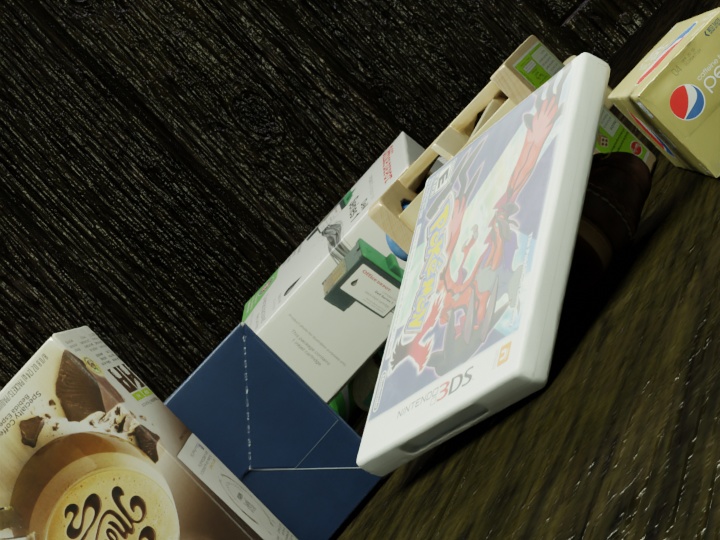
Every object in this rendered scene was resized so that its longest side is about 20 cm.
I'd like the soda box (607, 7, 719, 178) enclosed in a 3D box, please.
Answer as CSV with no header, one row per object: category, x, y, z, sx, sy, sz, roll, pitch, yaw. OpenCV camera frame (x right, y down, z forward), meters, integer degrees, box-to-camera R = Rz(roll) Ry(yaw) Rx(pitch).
soda box,0.195,-0.103,1.044,0.068,0.064,0.200,-46,2,6

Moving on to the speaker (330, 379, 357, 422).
speaker,-0.033,0.104,1.705,0.088,0.088,0.200,-46,2,19

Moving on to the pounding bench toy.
pounding bench toy,0.109,-0.063,1.268,0.156,0.124,0.200,-46,1,22

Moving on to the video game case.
video game case,0.066,0.000,1.006,0.182,0.023,0.202,-38,32,56

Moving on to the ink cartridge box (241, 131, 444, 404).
ink cartridge box,0.000,0.000,1.404,0.200,0.084,0.146,-48,10,10

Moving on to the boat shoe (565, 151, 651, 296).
boat shoe,0.110,-0.017,1.073,0.071,0.070,0.200,-54,12,-23

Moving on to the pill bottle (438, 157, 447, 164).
pill bottle,0.092,-0.047,1.660,0.111,0.111,0.200,-45,2,38

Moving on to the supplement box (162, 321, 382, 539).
supplement box,-0.115,0.169,1.177,0.200,0.134,0.200,-46,1,-24

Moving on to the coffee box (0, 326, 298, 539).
coffee box,-0.129,0.143,1.006,0.113,0.200,0.080,-46,-2,5

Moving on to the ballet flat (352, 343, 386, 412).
ballet flat,0.042,0.047,1.481,0.063,0.067,0.200,-57,-6,38
